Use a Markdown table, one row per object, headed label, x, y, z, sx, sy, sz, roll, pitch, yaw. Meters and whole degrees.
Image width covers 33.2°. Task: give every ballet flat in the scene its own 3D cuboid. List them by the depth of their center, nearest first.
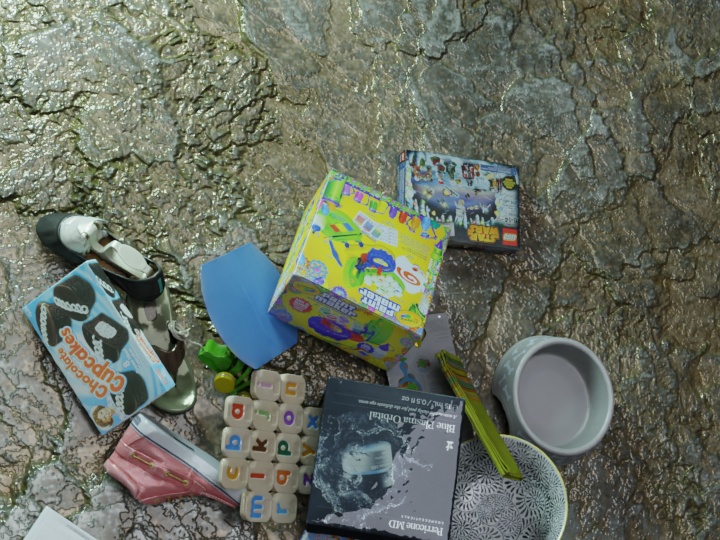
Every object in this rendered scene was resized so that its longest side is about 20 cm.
| label | x | y | z | sx | sy | sz | roll | pitch | yaw |
| --- | --- | --- | --- | --- | --- | --- | --- | --- | --- |
| ballet flat | -0.347 | -0.032 | 1.632 | 0.198 | 0.069 | 0.068 | 30 | 56 | 0 |

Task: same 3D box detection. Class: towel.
| label | x | y | z | sx | sy | sz | roll | pitch | yaw |
| --- | --- | --- | --- | --- | --- | --- | --- | --- | --- |
| towel | 0.171 | 0.204 | 1.706 | 0.018 | 0.086 | 0.202 | -35 | 65 | 16 |

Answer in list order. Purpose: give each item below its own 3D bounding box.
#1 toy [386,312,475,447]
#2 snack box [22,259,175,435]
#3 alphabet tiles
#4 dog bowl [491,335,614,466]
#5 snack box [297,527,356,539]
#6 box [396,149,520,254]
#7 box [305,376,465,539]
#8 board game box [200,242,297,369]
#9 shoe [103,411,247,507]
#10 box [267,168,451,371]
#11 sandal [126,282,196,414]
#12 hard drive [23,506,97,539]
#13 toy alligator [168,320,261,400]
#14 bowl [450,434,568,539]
| label | x | y | z | sx | sy | sz | roll | pitch | yaw |
| --- | --- | --- | --- | --- | --- | --- | --- | --- | --- |
| toy | 0.091 | 0.169 | 1.778 | 0.113 | 0.047 | 0.203 | -6 | 75 | -18 |
| snack box | -0.347 | 0.102 | 1.604 | 0.115 | 0.037 | 0.202 | -33 | 90 | 14 |
| alphabet tiles | -0.119 | 0.241 | 1.653 | 0.194 | 0.014 | 0.204 | 14 | 77 | -48 |
| dog bowl | 0.299 | 0.195 | 1.843 | 0.197 | 0.059 | 0.204 | 4 | 76 | -19 |
| snack box | -0.048 | 0.384 | 1.687 | 0.072 | 0.024 | 0.201 | 39 | 68 | -7 |
| box | 0.152 | -0.104 | 1.868 | 0.197 | 0.040 | 0.139 | 6 | 77 | -19 |
| box | 0.034 | 0.267 | 1.648 | 0.193 | 0.118 | 0.203 | 8 | 72 | 0 |
| board game box | -0.164 | 0.055 | 1.684 | 0.160 | 0.039 | 0.200 | 63 | 30 | -3 |
| shoe | -0.245 | 0.281 | 1.620 | 0.199 | 0.071 | 0.092 | 38 | 88 | -19 |
| box | 0.000 | 0.000 | 1.715 | 0.198 | 0.122 | 0.195 | 26 | 54 | -10 |
| sandal | -0.277 | 0.099 | 1.651 | 0.079 | 0.057 | 0.204 | -14 | 82 | -23 |
| hard drive | -0.406 | 0.425 | 1.544 | 0.131 | 0.027 | 0.202 | 36 | 67 | -10 |
| toy alligator | -0.178 | 0.128 | 1.658 | 0.200 | 0.054 | 0.060 | 47 | 30 | -22 |
| bowl | 0.194 | 0.347 | 1.734 | 0.197 | 0.095 | 0.204 | -1 | 64 | 3 |
